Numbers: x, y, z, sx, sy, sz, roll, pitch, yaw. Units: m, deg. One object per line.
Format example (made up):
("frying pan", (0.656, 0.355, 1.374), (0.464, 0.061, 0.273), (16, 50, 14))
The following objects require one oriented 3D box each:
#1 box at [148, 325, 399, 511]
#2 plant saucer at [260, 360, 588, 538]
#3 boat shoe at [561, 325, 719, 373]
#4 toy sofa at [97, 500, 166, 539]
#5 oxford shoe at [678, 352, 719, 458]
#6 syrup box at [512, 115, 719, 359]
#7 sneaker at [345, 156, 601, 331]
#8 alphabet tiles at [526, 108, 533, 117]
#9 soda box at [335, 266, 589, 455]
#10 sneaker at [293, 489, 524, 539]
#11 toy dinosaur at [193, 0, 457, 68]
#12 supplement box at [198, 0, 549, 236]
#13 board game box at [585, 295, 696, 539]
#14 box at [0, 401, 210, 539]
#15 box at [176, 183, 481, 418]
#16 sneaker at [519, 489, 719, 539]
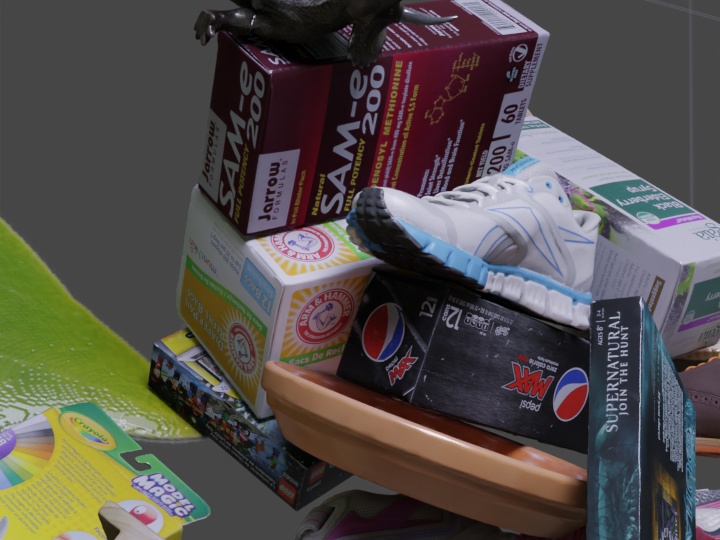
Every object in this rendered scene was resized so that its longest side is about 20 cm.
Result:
("box", (-0.017, 0.061, 0.856), (0.137, 0.038, 0.200), (36, 41, 28))
("plant saucer", (0.038, 0.097, 0.699), (0.200, 0.037, 0.200), (20, -2, 1))
("boat shoe", (0.238, 0.056, 0.921), (0.200, 0.074, 0.069), (11, 41, -3))
("toy sofa", (-0.124, 0.204, 0.533), (0.098, 0.083, 0.200), (29, 59, 23))
("oxford shoe", (0.222, 0.084, 0.832), (0.200, 0.073, 0.071), (12, 1, 42))
("syrup box", (0.149, -0.024, 0.866), (0.079, 0.081, 0.200), (-13, 37, -39))
("sneaker", (0.070, -0.029, 0.742), (0.075, 0.087, 0.200), (18, -1, 42))
("alphabet tiles", (0.169, -0.058, 1.008), (0.008, 0.167, 0.200), (-34, 42, 7))
("soda box", (0.082, 0.059, 0.784), (0.200, 0.071, 0.063), (21, -3, -44))
("sneaker", (-0.009, 0.169, 0.687), (0.200, 0.081, 0.088), (-14, 40, -43))
("toy dinosaur", (-0.041, -0.161, 0.713), (0.102, 0.077, 0.200), (5, 26, -31))
("supplement box", (0.009, -0.096, 0.777), (0.200, 0.109, 0.061), (-14, 42, -32))
("board game box", (0.138, 0.132, 0.636), (0.028, 0.135, 0.200), (-6, 58, 23))
("box", (-0.185, 0.145, 0.678), (0.117, 0.048, 0.200), (36, 43, 28))
("box", (0.000, 0.000, 0.824), (0.200, 0.101, 0.112), (-12, 42, -32))
("sneaker", (0.185, 0.167, 0.763), (0.200, 0.081, 0.075), (0, 3, -8))
